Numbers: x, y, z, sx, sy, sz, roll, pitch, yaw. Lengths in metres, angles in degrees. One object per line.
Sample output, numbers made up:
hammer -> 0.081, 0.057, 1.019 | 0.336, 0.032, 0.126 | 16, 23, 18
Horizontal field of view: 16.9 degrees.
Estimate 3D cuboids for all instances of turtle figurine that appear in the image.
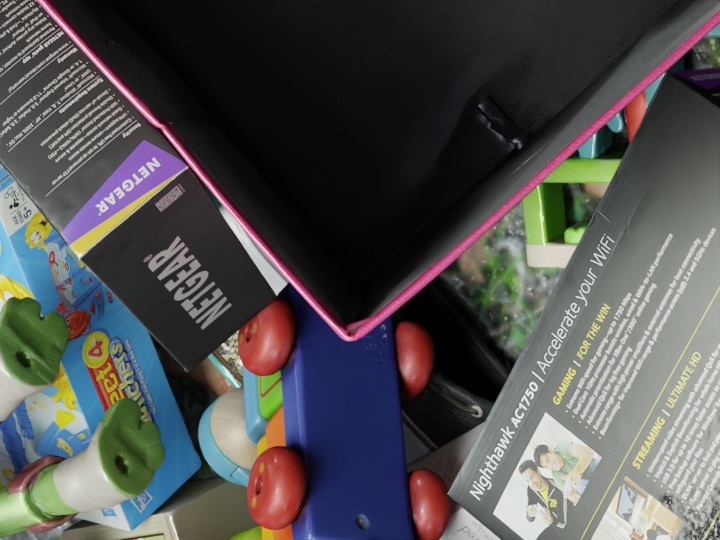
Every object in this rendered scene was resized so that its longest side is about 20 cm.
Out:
turtle figurine -> -0.180, 0.088, 1.127 | 0.194, 0.200, 0.144 | -33, 72, 31

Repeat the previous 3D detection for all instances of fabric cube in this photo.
fabric cube -> 0.006, -0.117, 0.877 | 0.196, 0.199, 0.200 | -42, 93, 4

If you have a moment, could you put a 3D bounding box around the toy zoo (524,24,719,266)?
toy zoo -> 0.122, -0.100, 1.010 | 0.131, 0.020, 0.201 | 1, 104, 33

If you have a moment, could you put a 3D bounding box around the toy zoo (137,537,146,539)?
toy zoo -> -0.036, 0.183, 1.062 | 0.200, 0.131, 0.020 | 34, 75, 24

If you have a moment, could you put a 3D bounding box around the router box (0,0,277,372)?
router box -> -0.113, -0.053, 0.930 | 0.052, 0.200, 0.157 | -39, 76, -3

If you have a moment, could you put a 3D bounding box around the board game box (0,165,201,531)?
board game box -> -0.194, 0.018, 1.183 | 0.199, 0.056, 0.197 | 9, 129, 39

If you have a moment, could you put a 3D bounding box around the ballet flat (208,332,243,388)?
ballet flat -> -0.087, -0.019, 1.161 | 0.200, 0.068, 0.075 | 40, 100, 11

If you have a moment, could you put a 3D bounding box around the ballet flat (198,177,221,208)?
ballet flat -> -0.062, -0.099, 1.047 | 0.200, 0.067, 0.064 | -61, 42, 30

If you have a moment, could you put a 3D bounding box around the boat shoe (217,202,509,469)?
boat shoe -> 0.000, 0.000, 1.097 | 0.066, 0.070, 0.200 | -39, 83, 35

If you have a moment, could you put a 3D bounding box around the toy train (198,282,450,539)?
toy train -> -0.023, 0.116, 1.028 | 0.116, 0.084, 0.201 | -45, 42, 49

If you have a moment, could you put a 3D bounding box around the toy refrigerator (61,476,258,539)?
toy refrigerator -> -0.077, 0.211, 1.209 | 0.076, 0.070, 0.201 | -12, 96, 35

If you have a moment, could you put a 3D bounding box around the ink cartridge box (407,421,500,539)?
ink cartridge box -> 0.034, 0.156, 1.097 | 0.116, 0.068, 0.200 | 44, 127, -16

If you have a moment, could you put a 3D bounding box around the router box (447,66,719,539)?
router box -> 0.138, 0.046, 0.917 | 0.149, 0.051, 0.201 | 38, 115, 26
